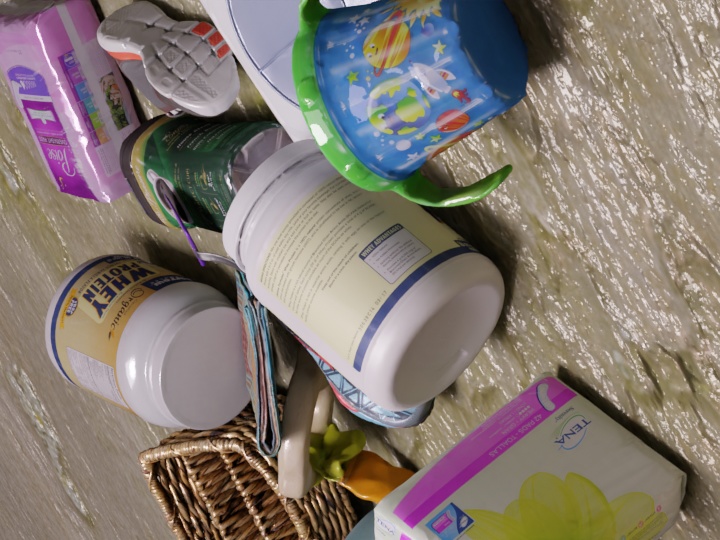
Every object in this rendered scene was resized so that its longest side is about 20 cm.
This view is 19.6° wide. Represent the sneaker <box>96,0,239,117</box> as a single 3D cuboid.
[{"bbox_3d":[-0.155,-0.170,1.819,0.200,0.077,0.082,41,160,49],"label":"sneaker"}]

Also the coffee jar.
[{"bbox_3d":[-0.128,-0.083,1.839,0.200,0.085,0.104,11,136,52],"label":"coffee jar"}]

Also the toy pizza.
[{"bbox_3d":[-0.015,-0.202,1.570,0.200,0.032,0.200,16,124,26],"label":"toy pizza"}]

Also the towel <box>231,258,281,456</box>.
[{"bbox_3d":[-0.096,0.073,1.885,0.200,0.022,0.147,-121,25,-75],"label":"towel"}]

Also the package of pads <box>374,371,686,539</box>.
[{"bbox_3d":[0.133,0.184,1.591,0.154,0.200,0.068,38,150,30],"label":"package of pads"}]

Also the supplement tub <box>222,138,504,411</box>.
[{"bbox_3d":[0.000,0.000,1.666,0.200,0.145,0.145,41,148,27],"label":"supplement tub"}]

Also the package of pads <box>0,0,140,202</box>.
[{"bbox_3d":[-0.277,-0.167,1.993,0.120,0.076,0.200,14,130,55],"label":"package of pads"}]

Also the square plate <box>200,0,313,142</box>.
[{"bbox_3d":[-0.056,-0.191,1.681,0.198,0.028,0.200,56,151,0],"label":"square plate"}]

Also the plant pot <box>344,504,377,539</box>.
[{"bbox_3d":[0.040,0.322,1.944,0.200,0.134,0.200,37,146,31],"label":"plant pot"}]

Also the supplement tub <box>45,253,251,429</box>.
[{"bbox_3d":[-0.201,0.071,2.047,0.200,0.144,0.145,19,134,48],"label":"supplement tub"}]

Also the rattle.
[{"bbox_3d":[-0.007,0.111,1.883,0.143,0.130,0.200,13,99,25],"label":"rattle"}]

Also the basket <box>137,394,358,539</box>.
[{"bbox_3d":[-0.098,0.237,2.035,0.143,0.149,0.200,17,132,63],"label":"basket"}]

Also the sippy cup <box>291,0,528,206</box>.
[{"bbox_3d":[0.042,-0.140,1.466,0.130,0.140,0.178,-23,142,31],"label":"sippy cup"}]

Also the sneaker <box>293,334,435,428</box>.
[{"bbox_3d":[-0.021,0.060,1.780,0.200,0.079,0.096,45,-174,9],"label":"sneaker"}]

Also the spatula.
[{"bbox_3d":[-0.108,-0.001,1.767,0.200,0.021,0.057,38,163,33],"label":"spatula"}]
